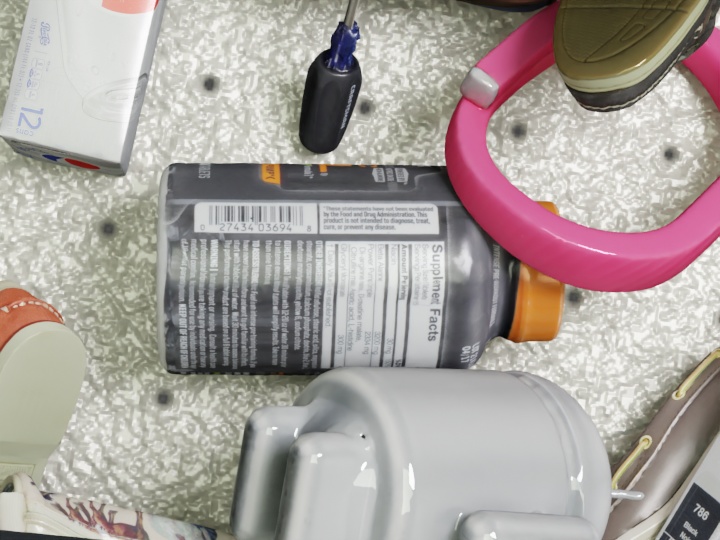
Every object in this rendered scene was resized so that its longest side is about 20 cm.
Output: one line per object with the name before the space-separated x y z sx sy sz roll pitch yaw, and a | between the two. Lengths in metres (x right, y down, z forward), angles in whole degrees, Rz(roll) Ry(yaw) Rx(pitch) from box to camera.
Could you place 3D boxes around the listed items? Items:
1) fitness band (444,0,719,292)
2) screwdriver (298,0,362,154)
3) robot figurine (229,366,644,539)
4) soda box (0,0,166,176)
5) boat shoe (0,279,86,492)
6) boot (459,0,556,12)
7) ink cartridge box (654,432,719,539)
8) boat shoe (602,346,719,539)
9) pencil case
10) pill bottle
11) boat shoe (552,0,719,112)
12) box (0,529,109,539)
fitness band | 0.129 -0.069 0.892 0.144 0.037 0.200 40 50 12
screwdriver | 0.001 -0.131 0.869 0.029 0.200 0.028 -8 53 -26
robot figurine | 0.038 0.103 0.851 0.199 0.169 0.113 4 105 -34
soda box | -0.128 -0.153 0.909 0.063 0.068 0.201 13 86 -3
boat shoe | -0.199 0.103 0.892 0.071 0.063 0.201 13 106 -45
boot | 0.015 -0.168 0.918 0.199 0.097 0.075 15 86 9
ink cartridge box | 0.202 0.128 0.890 0.099 0.039 0.200 23 100 -36
boat shoe | 0.150 0.123 0.919 0.200 0.059 0.072 -49 131 -2
pencil case | -0.089 0.156 0.866 0.199 0.090 0.078 17 42 -18
pill bottle | 0.000 0.000 0.891 0.199 0.106 0.107 1 87 -4
boat shoe | 0.147 -0.132 0.881 0.071 0.201 0.066 0 129 24
box | -0.168 0.207 0.802 0.141 0.079 0.201 2 131 8
